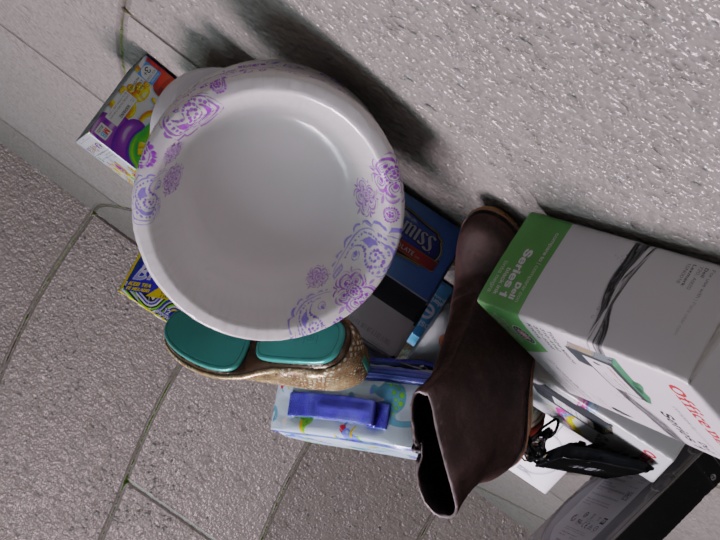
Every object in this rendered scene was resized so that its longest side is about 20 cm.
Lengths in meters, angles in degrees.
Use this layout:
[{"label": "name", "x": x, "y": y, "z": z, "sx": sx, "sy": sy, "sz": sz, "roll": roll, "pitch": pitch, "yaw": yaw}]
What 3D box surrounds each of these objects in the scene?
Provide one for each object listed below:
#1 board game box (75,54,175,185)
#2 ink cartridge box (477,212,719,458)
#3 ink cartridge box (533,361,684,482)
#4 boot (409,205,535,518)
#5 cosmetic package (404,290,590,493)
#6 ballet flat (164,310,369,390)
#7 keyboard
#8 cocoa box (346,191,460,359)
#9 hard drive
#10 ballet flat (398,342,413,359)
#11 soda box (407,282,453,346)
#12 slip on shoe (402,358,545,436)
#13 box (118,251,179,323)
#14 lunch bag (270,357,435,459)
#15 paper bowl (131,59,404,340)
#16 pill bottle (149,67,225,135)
[{"label": "board game box", "x": -0.186, "y": -0.119, "z": 1.271, "sx": 0.200, "sy": 0.103, "sz": 0.105, "roll": 39, "pitch": 168, "yaw": -17}, {"label": "ink cartridge box", "x": 0.201, "y": 0.049, "z": 0.827, "sx": 0.146, "sy": 0.085, "sz": 0.199, "roll": 42, "pitch": 169, "yaw": -36}, {"label": "ink cartridge box", "x": 0.194, "y": 0.086, "z": 1.024, "sx": 0.199, "sy": 0.083, "sz": 0.146, "roll": 33, "pitch": 170, "yaw": 15}, {"label": "boot", "x": 0.084, "y": 0.063, "z": 0.886, "sx": 0.072, "sy": 0.202, "sz": 0.166, "roll": -3, "pitch": -169, "yaw": 28}, {"label": "cosmetic package", "x": 0.146, "y": 0.117, "z": 1.201, "sx": 0.199, "sy": 0.052, "sz": 0.151, "roll": 33, "pitch": 132, "yaw": 2}, {"label": "ballet flat", "x": -0.077, "y": 0.070, "z": 0.994, "sx": 0.199, "sy": 0.071, "sz": 0.065, "roll": 7, "pitch": 153, "yaw": 37}, {"label": "keyboard", "x": 0.193, "y": 0.156, "z": 1.060, "sx": 0.103, "sy": 0.040, "sz": 0.200, "roll": 10, "pitch": 168, "yaw": 3}, {"label": "cocoa box", "x": 0.000, "y": 0.000, "z": 1.122, "sx": 0.133, "sy": 0.132, "sz": 0.200, "roll": 33, "pitch": 170, "yaw": 0}, {"label": "hard drive", "x": 0.249, "y": 0.219, "z": 1.123, "sx": 0.038, "sy": 0.200, "sz": 0.140, "roll": 51, "pitch": 168, "yaw": -8}, {"label": "ballet flat", "x": 0.115, "y": 0.125, "z": 1.341, "sx": 0.198, "sy": 0.071, "sz": 0.065, "roll": 10, "pitch": -163, "yaw": -12}, {"label": "soda box", "x": 0.022, "y": 0.012, "z": 1.292, "sx": 0.199, "sy": 0.068, "sz": 0.064, "roll": 34, "pitch": 168, "yaw": 5}, {"label": "slip on shoe", "x": 0.086, "y": 0.134, "z": 1.167, "sx": 0.198, "sy": 0.074, "sz": 0.061, "roll": 5, "pitch": 140, "yaw": 25}, {"label": "box", "x": -0.156, "y": 0.010, "z": 1.152, "sx": 0.070, "sy": 0.065, "sz": 0.200, "roll": 32, "pitch": -176, "yaw": 9}, {"label": "lunch bag", "x": 0.028, "y": 0.122, "z": 1.045, "sx": 0.199, "sy": 0.083, "sz": 0.160, "roll": -1, "pitch": 169, "yaw": 44}, {"label": "paper bowl", "x": -0.070, "y": -0.057, "z": 0.907, "sx": 0.200, "sy": 0.201, "sz": 0.104, "roll": 38, "pitch": -169, "yaw": -17}, {"label": "pill bottle", "x": -0.135, "y": -0.119, "z": 1.080, "sx": 0.111, "sy": 0.112, "sz": 0.200, "roll": 36, "pitch": 170, "yaw": -6}]
